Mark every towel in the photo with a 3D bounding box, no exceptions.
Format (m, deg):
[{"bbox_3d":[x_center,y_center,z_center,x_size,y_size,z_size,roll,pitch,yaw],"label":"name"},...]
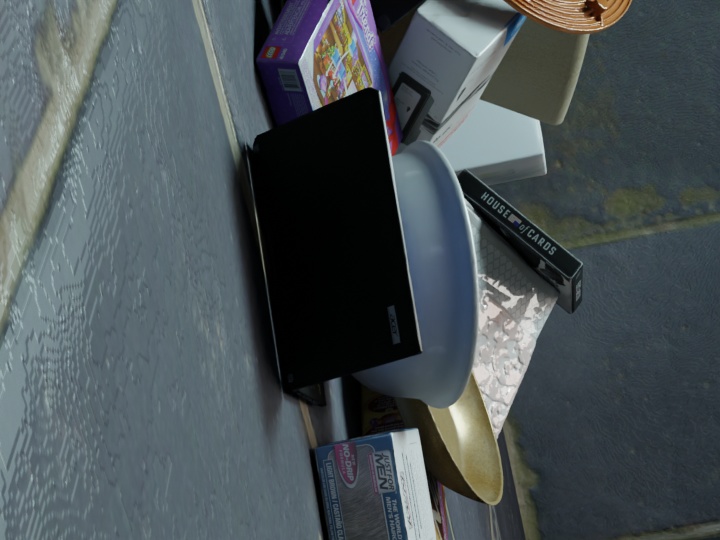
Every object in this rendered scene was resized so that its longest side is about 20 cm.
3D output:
[{"bbox_3d":[0.100,0.050,1.764,0.200,0.032,0.192,42,65,-35],"label":"towel"}]

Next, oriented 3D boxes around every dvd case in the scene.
[{"bbox_3d":[0.160,-0.026,1.846,0.150,0.025,0.200,39,-4,12],"label":"dvd case"}]

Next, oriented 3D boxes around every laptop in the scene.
[{"bbox_3d":[-0.010,-0.009,1.256,0.200,0.102,0.179,50,31,-78],"label":"laptop"}]

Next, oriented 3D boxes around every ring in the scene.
[{"bbox_3d":[0.155,-0.289,1.547,0.019,0.199,0.202,-41,-133,46],"label":"ring"}]

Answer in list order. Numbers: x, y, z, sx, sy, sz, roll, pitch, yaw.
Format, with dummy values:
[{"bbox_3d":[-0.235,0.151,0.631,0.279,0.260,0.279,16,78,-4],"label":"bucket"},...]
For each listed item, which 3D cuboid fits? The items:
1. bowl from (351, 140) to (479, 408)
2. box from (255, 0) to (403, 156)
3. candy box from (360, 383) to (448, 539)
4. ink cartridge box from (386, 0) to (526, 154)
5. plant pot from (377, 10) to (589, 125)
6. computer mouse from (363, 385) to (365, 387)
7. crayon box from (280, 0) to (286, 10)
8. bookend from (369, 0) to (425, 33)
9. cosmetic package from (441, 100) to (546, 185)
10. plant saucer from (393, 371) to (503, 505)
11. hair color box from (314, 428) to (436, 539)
[{"bbox_3d":[0.012,0.007,1.354,0.201,0.090,0.203,174,-90,-73],"label":"bowl"},{"bbox_3d":[-0.021,-0.134,1.455,0.201,0.039,0.137,74,31,-44],"label":"box"},{"bbox_3d":[0.038,0.172,1.616,0.201,0.056,0.117,-93,169,-56],"label":"candy box"},{"bbox_3d":[0.065,-0.163,1.584,0.116,0.068,0.200,-47,171,-41],"label":"ink cartridge box"},{"bbox_3d":[0.136,-0.290,1.684,0.177,0.198,0.201,116,-10,-51],"label":"plant pot"},{"bbox_3d":[0.000,0.000,1.604,0.110,0.044,0.202,58,22,-71],"label":"computer mouse"},{"bbox_3d":[-0.031,-0.196,1.613,0.200,0.050,0.128,47,34,-78],"label":"crayon box"},{"bbox_3d":[0.009,-0.305,1.566,0.201,0.092,0.199,54,10,2],"label":"bookend"},{"bbox_3d":[0.105,-0.158,2.091,0.200,0.198,0.124,31,48,-81],"label":"cosmetic package"},{"bbox_3d":[0.067,0.113,1.584,0.201,0.035,0.201,59,17,-29],"label":"plant saucer"},{"bbox_3d":[0.014,0.173,1.377,0.200,0.060,0.101,33,47,-82],"label":"hair color box"}]
